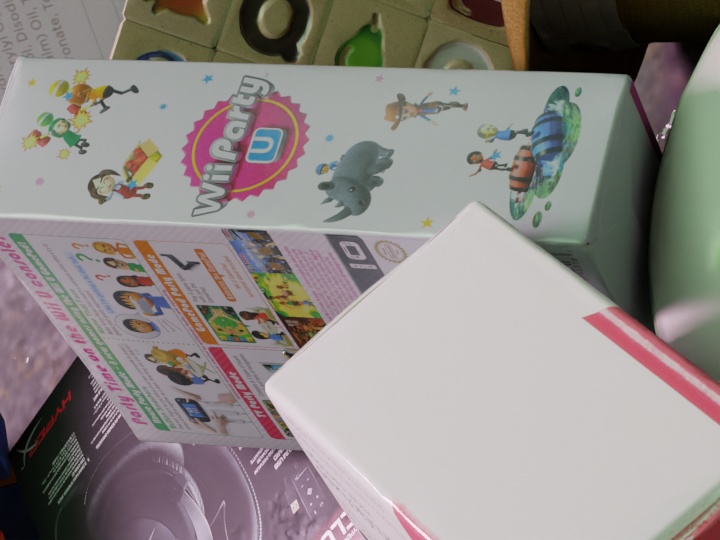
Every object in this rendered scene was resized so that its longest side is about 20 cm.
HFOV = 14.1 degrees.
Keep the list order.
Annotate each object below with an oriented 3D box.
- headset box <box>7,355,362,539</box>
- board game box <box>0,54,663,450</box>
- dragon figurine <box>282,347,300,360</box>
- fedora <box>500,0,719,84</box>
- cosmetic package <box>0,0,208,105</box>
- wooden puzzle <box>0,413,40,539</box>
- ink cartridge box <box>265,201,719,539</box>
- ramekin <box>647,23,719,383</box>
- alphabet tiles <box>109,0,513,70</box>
[{"bbox_3d":[-0.034,0.091,1.034,0.149,0.077,0.200,-54,44,25],"label":"headset box"},{"bbox_3d":[0.000,0.000,0.899,0.199,0.148,0.065,2,60,22],"label":"board game box"},{"bbox_3d":[0.022,0.107,0.898,0.059,0.200,0.100,23,74,35],"label":"dragon figurine"},{"bbox_3d":[0.100,-0.124,0.889,0.081,0.201,0.202,6,82,17],"label":"fedora"},{"bbox_3d":[-0.150,-0.107,1.065,0.199,0.167,0.168,-16,23,7],"label":"cosmetic package"},{"bbox_3d":[-0.145,0.110,1.117,0.046,0.185,0.201,-18,58,1],"label":"wooden puzzle"},{"bbox_3d":[0.076,0.100,0.792,0.085,0.200,0.146,-40,40,-8],"label":"ink cartridge box"},{"bbox_3d":[0.172,-0.011,0.797,0.200,0.097,0.201,-20,63,46],"label":"ramekin"},{"bbox_3d":[0.007,-0.091,0.984,0.006,0.166,0.201,-141,69,-78],"label":"alphabet tiles"}]
